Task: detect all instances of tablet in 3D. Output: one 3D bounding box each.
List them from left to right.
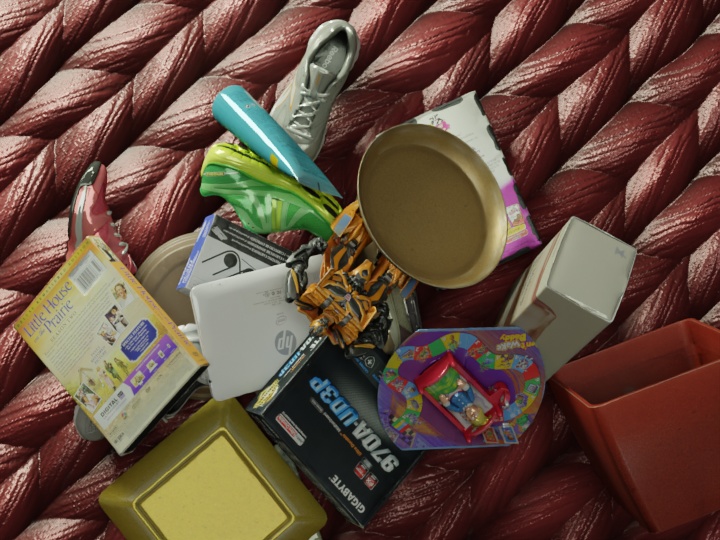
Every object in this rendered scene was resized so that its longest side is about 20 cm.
[{"bbox_3d":[-0.092,0.061,1.563,0.198,0.014,0.132,-14,95,-29],"label":"tablet"}]

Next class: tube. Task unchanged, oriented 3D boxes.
[{"bbox_3d":[-0.099,-0.145,1.584,0.200,0.077,0.051,44,112,38],"label":"tube"}]

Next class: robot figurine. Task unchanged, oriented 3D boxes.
[{"bbox_3d":[0.000,0.000,1.537,0.145,0.058,0.201,42,52,-9],"label":"robot figurine"}]

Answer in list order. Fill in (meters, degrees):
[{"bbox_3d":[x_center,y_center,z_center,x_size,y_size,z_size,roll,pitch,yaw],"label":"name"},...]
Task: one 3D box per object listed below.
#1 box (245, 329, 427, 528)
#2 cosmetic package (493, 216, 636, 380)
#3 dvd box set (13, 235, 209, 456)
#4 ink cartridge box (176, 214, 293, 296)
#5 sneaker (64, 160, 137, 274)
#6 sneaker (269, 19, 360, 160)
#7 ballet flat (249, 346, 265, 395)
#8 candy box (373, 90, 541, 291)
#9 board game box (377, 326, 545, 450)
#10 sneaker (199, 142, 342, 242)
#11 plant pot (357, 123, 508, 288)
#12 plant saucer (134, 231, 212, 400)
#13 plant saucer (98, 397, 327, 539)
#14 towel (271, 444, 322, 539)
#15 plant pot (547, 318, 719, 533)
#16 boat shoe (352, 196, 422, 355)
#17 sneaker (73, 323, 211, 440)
[{"bbox_3d":[-0.014,0.169,1.580,0.159,0.046,0.201,-47,116,-18],"label":"box"},{"bbox_3d":[0.226,0.037,1.571,0.087,0.200,0.104,28,61,-3],"label":"cosmetic package"},{"bbox_3d":[-0.280,0.083,1.536,0.200,0.029,0.147,46,105,13],"label":"dvd box set"},{"bbox_3d":[-0.105,0.020,1.603,0.198,0.044,0.095,27,76,-19],"label":"ink cartridge box"},{"bbox_3d":[-0.302,-0.025,1.614,0.086,0.074,0.203,7,94,-11],"label":"sneaker"},{"bbox_3d":[-0.060,-0.207,1.623,0.075,0.092,0.202,21,91,-4],"label":"sneaker"},{"bbox_3d":[-0.081,0.157,1.614,0.069,0.069,0.201,-38,109,-6],"label":"ballet flat"},{"bbox_3d":[0.114,-0.094,1.649,0.135,0.061,0.202,-23,89,-5],"label":"candy box"},{"bbox_3d":[0.120,0.144,1.555,0.197,0.039,0.160,-1,116,-12],"label":"board game box"},{"bbox_3d":[-0.098,-0.076,1.612,0.198,0.074,0.084,29,109,-3],"label":"sneaker"},{"bbox_3d":[0.079,-0.070,1.563,0.198,0.027,0.203,12,64,-25],"label":"plant pot"},{"bbox_3d":[-0.182,0.054,1.634,0.197,0.029,0.203,0,87,-5],"label":"plant saucer"},{"bbox_3d":[-0.169,0.276,1.585,0.199,0.048,0.201,-39,90,-8],"label":"plant saucer"},{"bbox_3d":[-0.142,0.326,1.624,0.190,0.035,0.202,-19,86,-8],"label":"towel"},{"bbox_3d":[0.353,0.185,1.594,0.197,0.200,0.178,-20,99,-5],"label":"plant pot"},{"bbox_3d":[0.034,0.001,1.637,0.064,0.072,0.203,-1,74,-28],"label":"boat shoe"},{"bbox_3d":[-0.248,0.143,1.568,0.199,0.074,0.083,-37,59,19],"label":"sneaker"}]
